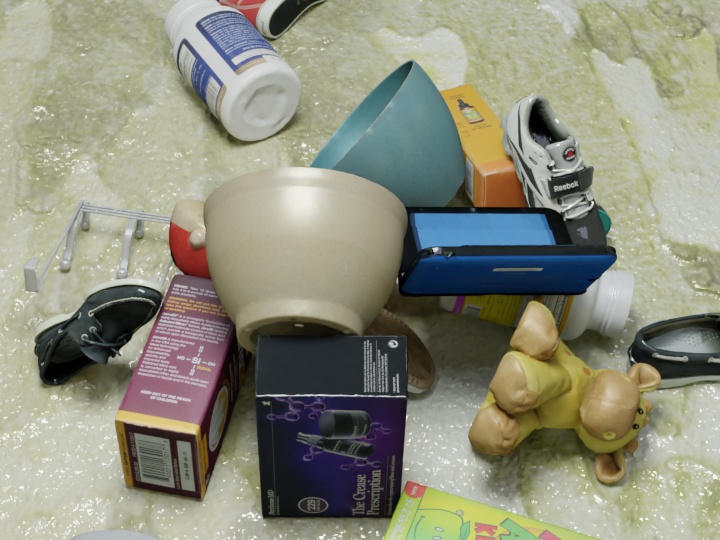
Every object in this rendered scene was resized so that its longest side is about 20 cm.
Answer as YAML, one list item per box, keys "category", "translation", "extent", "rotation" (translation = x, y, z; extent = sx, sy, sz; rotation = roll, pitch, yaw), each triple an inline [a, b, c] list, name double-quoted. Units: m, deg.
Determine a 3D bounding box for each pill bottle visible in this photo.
- category: "pill bottle"
  translation: [0.191, 0.015, 1.619]
  extent: [0.199, 0.105, 0.105]
  rotation: [14, 47, 0]
- category: "pill bottle"
  translation: [-0.167, -0.262, 1.879]
  extent: [0.111, 0.111, 0.200]
  rotation: [-23, 51, -22]

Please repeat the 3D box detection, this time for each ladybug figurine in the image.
- category: "ladybug figurine"
  translation: [-0.149, -0.019, 1.618]
  extent: [0.136, 0.200, 0.072]
  rotation: [36, 95, 18]

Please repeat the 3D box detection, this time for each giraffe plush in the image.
- category: "giraffe plush"
  translation: [0.214, 0.131, 1.507]
  extent: [0.162, 0.173, 0.200]
  rotation: [25, 14, 7]

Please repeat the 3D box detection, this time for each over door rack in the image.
- category: "over door rack"
  translation: [-0.272, -0.009, 1.654]
  extent: [0.147, 0.067, 0.200]
  rotation: [7, 26, 6]

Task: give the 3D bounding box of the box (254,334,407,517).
- category: "box"
  translation: [-0.028, 0.152, 1.423]
  extent: [0.140, 0.201, 0.079]
  rotation: [2, 48, 1]

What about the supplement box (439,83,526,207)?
- category: "supplement box"
  translation: [0.138, -0.147, 1.788]
  extent: [0.066, 0.069, 0.200]
  rotation: [-13, 41, -13]

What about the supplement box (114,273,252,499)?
- category: "supplement box"
  translation: [-0.175, 0.116, 1.518]
  extent: [0.085, 0.111, 0.201]
  rotation: [10, 47, 7]

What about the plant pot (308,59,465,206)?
- category: "plant pot"
  translation: [0.042, -0.123, 1.719]
  extent: [0.135, 0.200, 0.200]
  rotation: [41, 49, -11]

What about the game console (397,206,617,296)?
- category: "game console"
  translation: [0.137, -0.038, 1.506]
  extent: [0.199, 0.171, 0.119]
  rotation: [-1, 72, -11]

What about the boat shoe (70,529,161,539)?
- category: "boat shoe"
  translation: [-0.186, 0.296, 1.371]
  extent: [0.199, 0.072, 0.071]
  rotation: [13, 43, 8]

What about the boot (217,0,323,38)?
- category: "boot"
  translation: [-0.118, -0.411, 2.054]
  extent: [0.144, 0.073, 0.200]
  rotation: [30, 56, 26]

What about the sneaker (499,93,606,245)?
- category: "sneaker"
  translation: [0.219, -0.104, 1.656]
  extent: [0.074, 0.089, 0.201]
  rotation: [-24, 79, -17]

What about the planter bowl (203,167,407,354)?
- category: "planter bowl"
  translation: [-0.055, 0.008, 1.427]
  extent: [0.199, 0.200, 0.135]
  rotation: [1, 66, 0]

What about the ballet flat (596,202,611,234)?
- category: "ballet flat"
  translation: [0.191, -0.050, 1.719]
  extent: [0.199, 0.068, 0.062]
  rotation: [-12, 29, -14]

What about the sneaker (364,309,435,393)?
- category: "sneaker"
  translation: [-0.023, 0.082, 1.593]
  extent: [0.200, 0.109, 0.070]
  rotation: [34, 44, -11]

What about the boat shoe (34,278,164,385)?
- category: "boat shoe"
  translation: [-0.273, 0.068, 1.534]
  extent: [0.199, 0.074, 0.066]
  rotation: [-22, 52, 36]

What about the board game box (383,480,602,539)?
- category: "board game box"
  translation: [0.121, 0.279, 1.412]
  extent: [0.199, 0.048, 0.102]
  rotation: [15, 48, 13]

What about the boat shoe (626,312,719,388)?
- category: "boat shoe"
  translation: [0.384, 0.078, 1.600]
  extent: [0.199, 0.061, 0.076]
  rotation: [-13, 48, -13]
